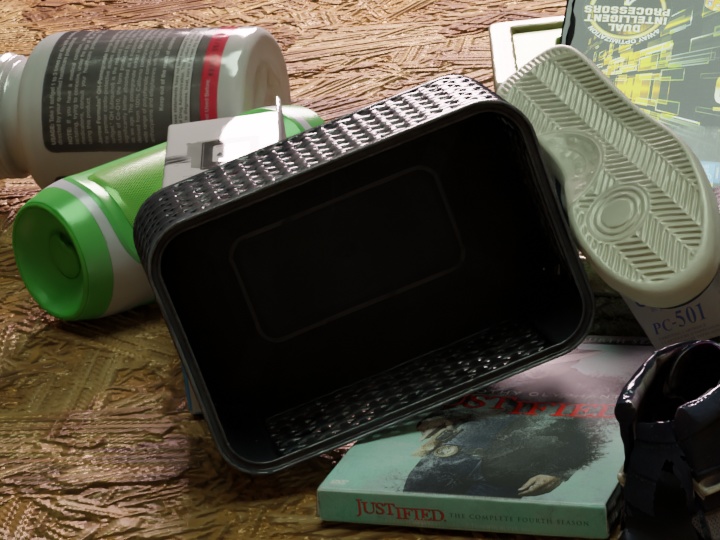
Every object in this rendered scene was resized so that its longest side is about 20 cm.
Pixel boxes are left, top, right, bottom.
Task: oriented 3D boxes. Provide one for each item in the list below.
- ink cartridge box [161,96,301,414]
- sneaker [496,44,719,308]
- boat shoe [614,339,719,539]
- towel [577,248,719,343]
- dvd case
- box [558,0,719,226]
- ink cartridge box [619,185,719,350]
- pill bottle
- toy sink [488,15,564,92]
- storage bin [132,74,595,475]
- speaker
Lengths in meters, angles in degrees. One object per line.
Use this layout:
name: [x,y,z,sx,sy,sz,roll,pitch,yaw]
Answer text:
ink cartridge box: [-0.068,-0.013,1.525,0.067,0.116,0.200,-7,20,1]
sneaker: [0.139,-0.035,1.405,0.075,0.085,0.200,-33,40,6]
boat shoe: [0.179,0.066,1.270,0.075,0.093,0.200,6,24,30]
towel: [0.158,0.001,1.529,0.200,0.037,0.148,-1,20,13]
dvd case: [0.079,0.077,1.372,0.146,0.022,0.200,2,21,21]
box: [0.206,-0.092,1.543,0.200,0.049,0.161,6,57,12]
ink cartridge box: [0.233,-0.025,1.376,0.200,0.044,0.094,-21,20,39]
pill bottle: [-0.153,-0.100,1.787,0.200,0.111,0.111,0,21,17]
toy sink: [0.182,-0.097,1.675,0.200,0.112,0.130,-5,21,3]
storage bin: [0.000,0.000,1.378,0.200,0.135,0.094,-22,14,-3]
speaker: [-0.105,-0.036,1.639,0.200,0.088,0.088,-23,26,-37]
